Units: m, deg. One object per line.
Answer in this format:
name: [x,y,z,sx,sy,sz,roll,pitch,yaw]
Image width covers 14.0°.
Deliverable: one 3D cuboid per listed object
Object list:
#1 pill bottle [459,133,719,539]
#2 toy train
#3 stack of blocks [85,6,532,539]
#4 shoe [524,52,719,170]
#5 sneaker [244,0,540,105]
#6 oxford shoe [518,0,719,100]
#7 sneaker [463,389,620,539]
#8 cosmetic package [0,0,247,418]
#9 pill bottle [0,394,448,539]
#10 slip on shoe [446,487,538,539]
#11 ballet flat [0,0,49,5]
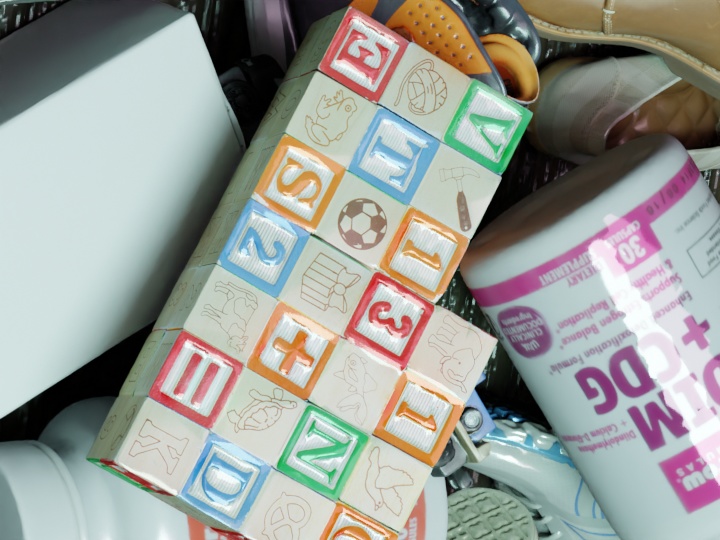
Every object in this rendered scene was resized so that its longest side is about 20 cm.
pill bottle: [0.139,0.052,1.284,0.113,0.113,0.201,-35,99,-23]
toy train: [0.000,0.000,1.208,0.046,0.034,0.201,-32,97,-19]
stack of blocks: [-0.008,0.013,1.148,0.115,0.059,0.201,29,80,-13]
shoe: [0.168,-0.077,1.385,0.199,0.053,0.070,-11,109,-34]
sneaker: [0.024,-0.049,1.239,0.078,0.111,0.201,-59,140,-56]
oxford shoe: [0.125,-0.136,1.303,0.199,0.071,0.072,17,67,-21]
sneaker: [0.102,0.117,1.383,0.199,0.075,0.087,22,96,-38]
cosmetic package: [-0.143,-0.017,1.157,0.200,0.081,0.113,-32,120,-26]
pill bottle: [-0.072,0.105,1.223,0.199,0.111,0.112,-5,106,-35]
slip on shoe: [0.034,0.188,1.285,0.061,0.074,0.201,91,16,-49]
ballet flat: [-0.159,-0.130,1.118,0.199,0.068,0.068,2,101,-36]
